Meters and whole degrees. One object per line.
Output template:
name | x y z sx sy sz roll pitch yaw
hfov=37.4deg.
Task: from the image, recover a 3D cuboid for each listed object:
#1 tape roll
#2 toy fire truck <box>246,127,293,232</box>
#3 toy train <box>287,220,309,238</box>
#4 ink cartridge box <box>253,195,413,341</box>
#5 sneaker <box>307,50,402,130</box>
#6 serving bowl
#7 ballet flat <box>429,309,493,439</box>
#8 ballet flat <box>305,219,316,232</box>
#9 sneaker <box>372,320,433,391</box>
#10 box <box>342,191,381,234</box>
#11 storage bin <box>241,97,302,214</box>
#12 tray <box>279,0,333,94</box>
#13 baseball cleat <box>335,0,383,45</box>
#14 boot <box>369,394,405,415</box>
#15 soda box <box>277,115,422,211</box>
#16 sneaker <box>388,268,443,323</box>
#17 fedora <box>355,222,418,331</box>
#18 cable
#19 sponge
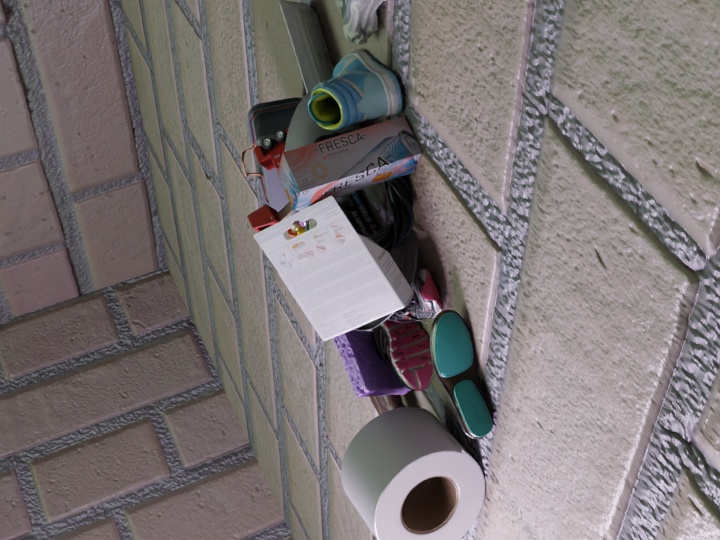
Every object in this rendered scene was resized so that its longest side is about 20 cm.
tape roll | 0.084 0.343 1.726 0.139 0.200 0.205 42 147 56
toy fire truck | -0.110 -0.164 1.774 0.142 0.198 0.049 66 -167 19
toy train | -0.088 -0.031 1.813 0.200 0.055 0.152 -64 -35 -71
ink cartridge box | -0.039 -0.007 1.577 0.161 0.057 0.201 -24 105 31
sneaker | -0.032 -0.268 1.581 0.200 0.129 0.081 -140 34 -61
serving bowl | -0.044 -0.183 1.676 0.065 0.200 0.202 10 127 24
ballet flat | 0.142 0.154 1.584 0.068 0.067 0.203 -159 52 -79
ballet flat | -0.038 -0.045 1.770 0.200 0.061 0.068 42 -143 -74
sneaker | 0.069 0.128 1.772 0.088 0.073 0.201 90 159 -49
box | -0.022 -0.066 1.891 0.201 0.045 0.160 103 144 -59
storage bin | -0.141 -0.189 1.907 0.135 0.143 0.203 -97 -1 -66
tray | -0.072 -0.344 1.736 0.107 0.022 0.203 -24 -83 -66
baseball cleat | -0.004 -0.393 1.468 0.200 0.069 0.108 124 125 -68
boot | 0.040 0.254 1.958 0.201 0.064 0.186 59 148 8
soda box | -0.016 -0.154 1.527 0.069 0.198 0.064 65 161 16
sneaker | 0.073 0.050 1.673 0.200 0.074 0.082 152 98 -72
fedora | 0.000 0.000 1.672 0.199 0.089 0.179 -24 52 59
cable | -0.001 -0.112 1.586 0.051 0.161 0.203 -21 83 59
sponge | 0.024 0.157 1.810 0.199 0.030 0.113 10 -127 -64
